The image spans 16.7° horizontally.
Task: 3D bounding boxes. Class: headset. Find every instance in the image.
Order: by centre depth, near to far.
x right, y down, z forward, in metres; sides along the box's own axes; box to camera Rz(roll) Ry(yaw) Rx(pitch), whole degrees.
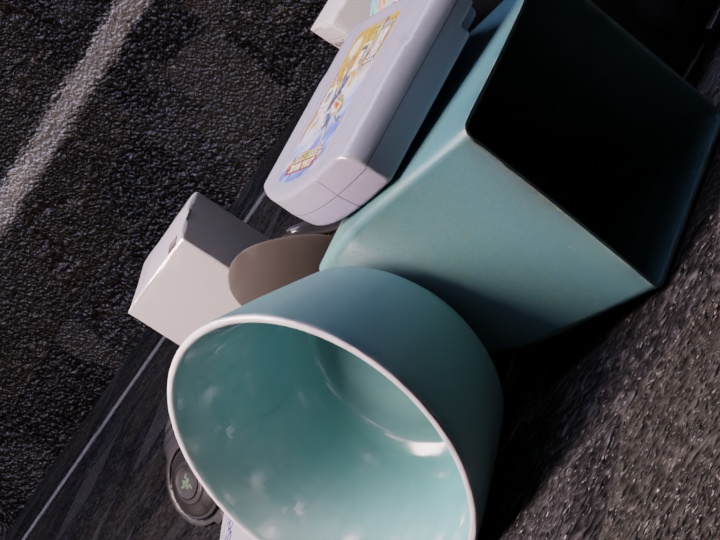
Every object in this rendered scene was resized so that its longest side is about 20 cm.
[{"bbox_3d":[-0.089,0.173,1.808,0.094,0.123,0.200,-54,29,33],"label":"headset"}]

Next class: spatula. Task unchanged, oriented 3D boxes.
[{"bbox_3d":[0.045,-0.042,1.689,0.057,0.199,0.021,-22,-75,-78],"label":"spatula"}]

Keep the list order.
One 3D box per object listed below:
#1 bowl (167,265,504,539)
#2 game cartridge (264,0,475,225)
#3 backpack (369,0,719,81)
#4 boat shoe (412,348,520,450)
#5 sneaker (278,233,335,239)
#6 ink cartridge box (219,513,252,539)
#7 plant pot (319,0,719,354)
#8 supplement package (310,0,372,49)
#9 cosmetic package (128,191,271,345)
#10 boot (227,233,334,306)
[{"bbox_3d":[0.001,0.077,1.387,0.105,0.201,0.201,-50,1,-41],"label":"bowl"},{"bbox_3d":[0.000,-0.091,1.422,0.133,0.041,0.200,-58,11,-11],"label":"game cartridge"},{"bbox_3d":[0.110,-0.163,1.547,0.178,0.200,0.151,-61,9,-14],"label":"backpack"},{"bbox_3d":[0.076,0.038,1.519,0.071,0.072,0.200,-40,28,38],"label":"boat shoe"},{"bbox_3d":[-0.019,-0.013,1.870,0.200,0.075,0.106,-19,16,-36],"label":"sneaker"},{"bbox_3d":[-0.041,0.189,1.546,0.200,0.041,0.200,-50,25,44],"label":"ink cartridge box"},{"bbox_3d":[0.077,-0.041,1.403,0.200,0.141,0.141,-36,21,48],"label":"plant pot"},{"bbox_3d":[0.083,-0.165,1.715,0.117,0.200,0.117,-58,8,-2],"label":"supplement package"},{"bbox_3d":[-0.071,0.037,1.886,0.081,0.200,0.113,-55,8,18],"label":"cosmetic package"},{"bbox_3d":[0.000,0.000,1.702,0.200,0.186,0.064,-123,36,-83],"label":"boot"}]
